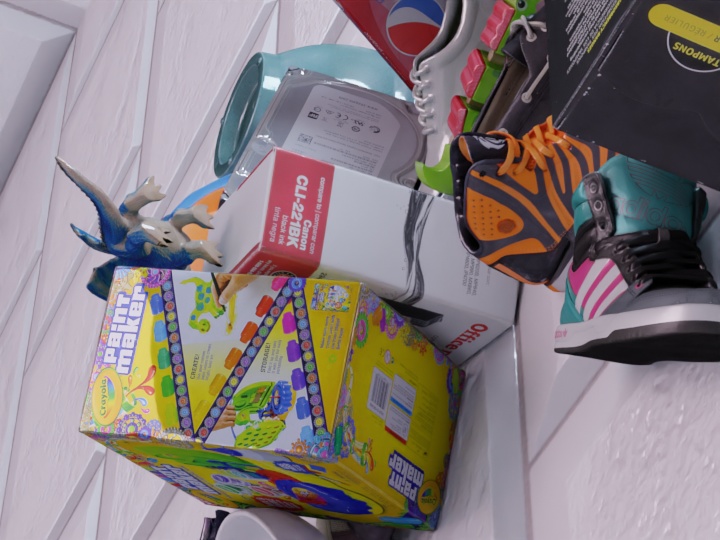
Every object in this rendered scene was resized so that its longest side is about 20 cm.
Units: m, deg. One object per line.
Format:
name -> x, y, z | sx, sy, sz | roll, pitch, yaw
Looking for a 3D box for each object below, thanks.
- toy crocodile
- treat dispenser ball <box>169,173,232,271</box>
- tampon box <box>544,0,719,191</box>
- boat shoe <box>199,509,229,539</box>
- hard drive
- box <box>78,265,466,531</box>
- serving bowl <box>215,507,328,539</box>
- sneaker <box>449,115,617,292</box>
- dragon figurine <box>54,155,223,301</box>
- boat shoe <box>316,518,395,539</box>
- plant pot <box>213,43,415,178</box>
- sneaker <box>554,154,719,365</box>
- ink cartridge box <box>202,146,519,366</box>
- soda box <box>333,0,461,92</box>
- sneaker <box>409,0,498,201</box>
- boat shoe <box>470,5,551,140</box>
toy crocodile -> 0.103, -0.146, 1.743 | 0.068, 0.061, 0.201 | -113, 44, -66
treat dispenser ball -> -0.079, 0.019, 1.906 | 0.201, 0.199, 0.202 | -161, 90, -74
tampon box -> 0.195, -0.162, 1.303 | 0.201, 0.149, 0.127 | -89, 23, -45
boat shoe -> -0.103, 0.289, 1.879 | 0.075, 0.092, 0.202 | 138, 147, -59
hard drive -> -0.022, -0.081, 1.854 | 0.201, 0.139, 0.038 | -65, -8, -50
box -> -0.057, 0.090, 1.623 | 0.200, 0.191, 0.123 | 41, -123, -59
serving bowl -> -0.039, 0.263, 1.676 | 0.200, 0.065, 0.202 | 41, 137, 54
sneaker -> 0.125, -0.083, 1.509 | 0.078, 0.111, 0.201 | -108, 40, -64
dragon figurine -> -0.166, -0.014, 1.641 | 0.099, 0.199, 0.059 | -31, 62, 25
boat shoe -> -0.002, 0.143, 1.760 | 0.065, 0.071, 0.201 | -53, 27, 34
plant pot -> -0.051, -0.118, 2.088 | 0.200, 0.133, 0.202 | -161, 90, -74
sneaker -> 0.172, -0.010, 1.345 | 0.200, 0.083, 0.122 | 169, 109, -73
ink cartridge box -> 0.000, 0.000, 1.678 | 0.144, 0.198, 0.084 | 138, 144, -59
soda box -> 0.016, -0.224, 1.860 | 0.070, 0.200, 0.063 | -42, 19, 1
sneaker -> 0.070, -0.139, 1.825 | 0.073, 0.070, 0.202 | -172, 98, -73
boat shoe -> 0.126, -0.145, 1.668 | 0.074, 0.060, 0.201 | -123, 54, -71
